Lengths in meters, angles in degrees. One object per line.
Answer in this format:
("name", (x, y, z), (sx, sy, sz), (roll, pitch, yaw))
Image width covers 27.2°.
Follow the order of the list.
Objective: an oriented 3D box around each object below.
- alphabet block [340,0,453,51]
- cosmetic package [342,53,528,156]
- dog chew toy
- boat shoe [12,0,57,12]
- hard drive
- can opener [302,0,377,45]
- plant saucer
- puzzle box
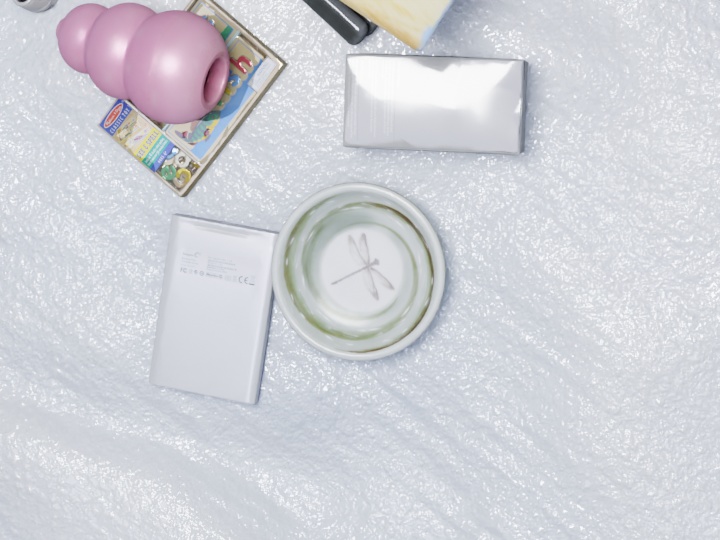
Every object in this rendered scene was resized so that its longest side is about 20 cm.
("alphabet block", (0.019, -0.372, 1.532), (0.199, 0.197, 0.196), (30, 101, -16))
("cosmetic package", (0.083, -0.183, 1.627), (0.198, 0.090, 0.108), (5, 97, 7))
("dog chew toy", (-0.246, -0.239, 1.643), (0.199, 0.124, 0.125), (20, 100, 17))
("boat shoe", (-0.396, -0.397, 1.700), (0.071, 0.066, 0.202), (-6, 96, 11))
("hard drive", (-0.169, 0.044, 1.729), (0.131, 0.025, 0.202), (10, 98, 9))
("can opener", (-0.067, -0.324, 1.662), (0.200, 0.053, 0.067), (40, 136, 6))
("plant saucer", (0.000, 0.000, 1.681), (0.198, 0.050, 0.202), (1, 96, 10))
("puzzle box", (-0.194, -0.202, 1.706), (0.133, 0.025, 0.200), (40, 102, 5))
